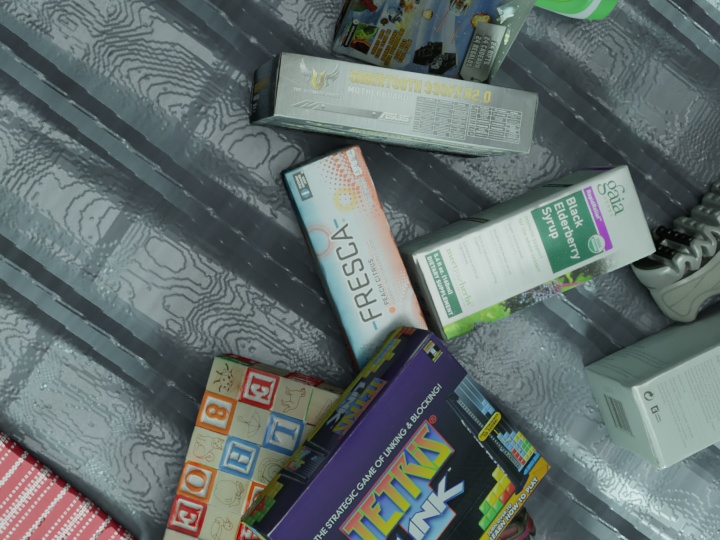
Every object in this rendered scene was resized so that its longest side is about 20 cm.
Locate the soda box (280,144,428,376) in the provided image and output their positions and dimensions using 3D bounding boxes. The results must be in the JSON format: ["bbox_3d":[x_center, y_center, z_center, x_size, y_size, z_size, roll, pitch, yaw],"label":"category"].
[{"bbox_3d":[0.000,0.000,1.030,0.068,0.064,0.201,-21,97,-5],"label":"soda box"}]

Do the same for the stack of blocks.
[{"bbox_3d":[-0.086,0.180,1.011,0.114,0.059,0.201,17,91,7],"label":"stack of blocks"}]

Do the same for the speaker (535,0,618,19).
[{"bbox_3d":[0.121,-0.273,1.029,0.199,0.088,0.089,16,90,-12],"label":"speaker"}]

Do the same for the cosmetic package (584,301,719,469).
[{"bbox_3d":[0.310,0.085,1.078,0.199,0.113,0.082,-23,98,-7],"label":"cosmetic package"}]

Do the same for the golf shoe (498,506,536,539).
[{"bbox_3d":[0.047,0.223,1.055,0.199,0.073,0.093,-23,92,-19],"label":"golf shoe"}]

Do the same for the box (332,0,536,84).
[{"bbox_3d":[0.074,-0.237,0.980,0.136,0.040,0.200,17,135,-12],"label":"box"}]

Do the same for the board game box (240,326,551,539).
[{"bbox_3d":[0.032,0.172,0.970,0.165,0.057,0.200,48,72,-24],"label":"board game box"}]

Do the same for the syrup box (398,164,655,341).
[{"bbox_3d":[0.137,-0.018,1.050,0.199,0.081,0.079,-22,97,-8],"label":"syrup box"}]

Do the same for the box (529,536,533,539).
[{"bbox_3d":[0.106,0.348,1.040,0.199,0.106,0.153,-33,97,-2],"label":"box"}]

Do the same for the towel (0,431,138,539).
[{"bbox_3d":[-0.294,0.219,1.006,0.200,0.022,0.145,42,83,-13],"label":"towel"}]

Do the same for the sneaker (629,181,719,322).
[{"bbox_3d":[0.332,-0.032,1.102,0.199,0.075,0.081,-34,113,-5],"label":"sneaker"}]

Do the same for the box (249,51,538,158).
[{"bbox_3d":[0.019,-0.127,0.980,0.198,0.158,0.049,7,92,-11],"label":"box"}]
